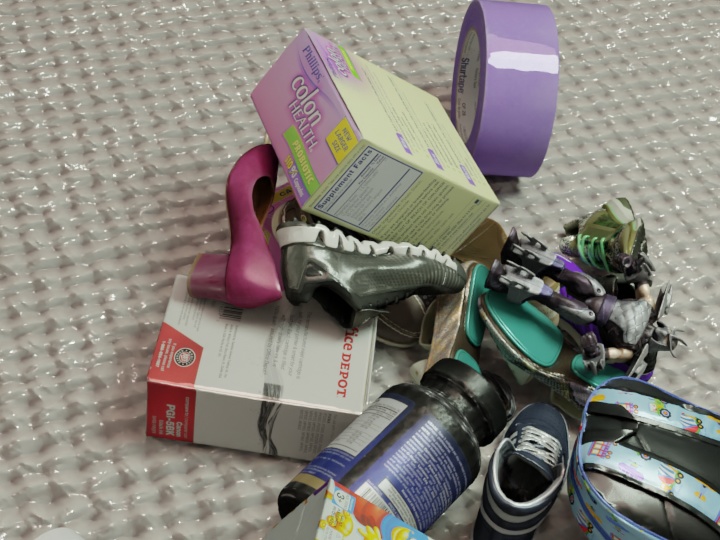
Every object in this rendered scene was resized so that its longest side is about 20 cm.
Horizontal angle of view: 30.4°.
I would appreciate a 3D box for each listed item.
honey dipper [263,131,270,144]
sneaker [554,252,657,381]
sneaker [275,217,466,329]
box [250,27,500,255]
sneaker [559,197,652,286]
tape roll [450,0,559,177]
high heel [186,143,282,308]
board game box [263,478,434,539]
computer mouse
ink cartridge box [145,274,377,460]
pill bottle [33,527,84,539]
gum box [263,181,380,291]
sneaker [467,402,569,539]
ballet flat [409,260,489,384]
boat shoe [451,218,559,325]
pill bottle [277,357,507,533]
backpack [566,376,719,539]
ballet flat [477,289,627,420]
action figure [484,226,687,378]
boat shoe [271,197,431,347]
[{"bbox_3d":[-0.015,-0.132,1.540,0.199,0.038,0.038,10,42,-4],"label":"honey dipper"},{"bbox_3d":[0.246,0.032,1.364,0.069,0.100,0.200,-13,48,-26],"label":"sneaker"},{"bbox_3d":[0.009,0.015,1.246,0.199,0.066,0.091,12,73,-26],"label":"sneaker"},{"bbox_3d":[0.014,-0.121,1.325,0.199,0.097,0.176,22,32,-42],"label":"box"},{"bbox_3d":[0.261,-0.021,1.430,0.088,0.077,0.200,-12,13,5],"label":"sneaker"},{"bbox_3d":[0.164,-0.210,1.535,0.084,0.201,0.201,3,43,-8],"label":"tape roll"},{"bbox_3d":[-0.089,-0.044,1.276,0.096,0.068,0.201,5,55,20],"label":"high heel"},{"bbox_3d":[0.022,0.267,1.012,0.199,0.103,0.105,33,40,-15],"label":"board game box"},{"bbox_3d":[0.108,0.075,1.347,0.058,0.034,0.201,-22,55,0],"label":"computer mouse"},{"bbox_3d":[-0.091,0.094,1.247,0.199,0.083,0.147,9,42,-1],"label":"ink cartridge box"},{"bbox_3d":[-0.181,0.289,0.995,0.200,0.120,0.119,33,47,24],"label":"pill bottle"},{"bbox_3d":[-0.024,-0.053,1.428,0.113,0.066,0.200,39,50,26],"label":"gum box"},{"bbox_3d":[0.155,0.170,1.194,0.070,0.109,0.200,20,44,10],"label":"sneaker"},{"bbox_3d":[0.086,0.083,1.299,0.067,0.068,0.201,-10,49,32],"label":"ballet flat"},{"bbox_3d":[0.142,0.001,1.407,0.072,0.065,0.200,-29,36,-19],"label":"boat shoe"},{"bbox_3d":[0.033,0.169,1.143,0.112,0.112,0.200,36,60,25],"label":"pill bottle"},{"bbox_3d":[0.262,0.196,1.141,0.199,0.135,0.183,25,45,-4],"label":"backpack"},{"bbox_3d":[0.189,0.098,1.298,0.200,0.072,0.072,34,46,5],"label":"ballet flat"},{"bbox_3d":[0.220,0.032,1.270,0.199,0.070,0.130,25,60,8],"label":"action figure"},{"bbox_3d":[0.000,0.000,1.318,0.200,0.059,0.072,45,57,-13],"label":"boat shoe"}]
